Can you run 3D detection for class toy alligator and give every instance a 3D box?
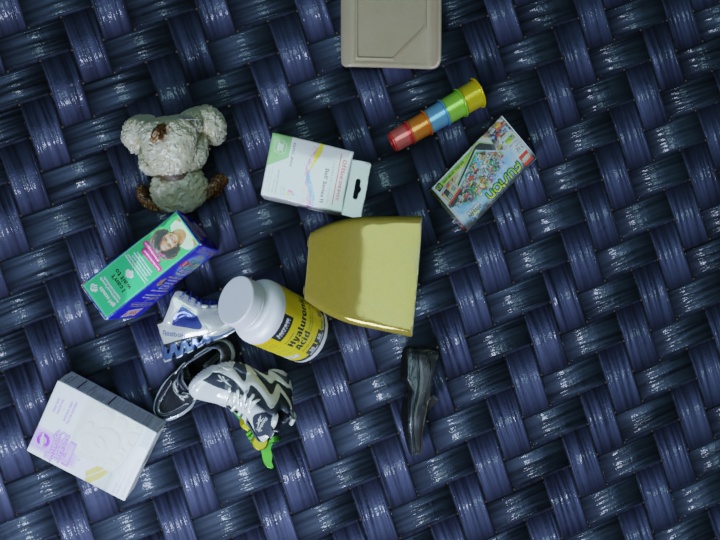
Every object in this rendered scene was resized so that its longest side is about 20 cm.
[{"bbox_3d":[-0.202,0.269,1.145,0.054,0.059,0.202,-32,80,-14],"label":"toy alligator"}]

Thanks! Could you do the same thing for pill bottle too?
[{"bbox_3d":[-0.152,0.083,1.072,0.109,0.199,0.115,-14,62,30],"label":"pill bottle"}]

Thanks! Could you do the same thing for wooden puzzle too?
[{"bbox_3d":[0.058,-0.485,1.187,0.193,0.037,0.192,0,90,-1],"label":"wooden puzzle"}]

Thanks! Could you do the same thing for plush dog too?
[{"bbox_3d":[-0.330,-0.187,1.104,0.193,0.162,0.177,-9,117,-4],"label":"plush dog"}]

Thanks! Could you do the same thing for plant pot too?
[{"bbox_3d":[0.000,0.000,1.104,0.193,0.194,0.203,6,89,0],"label":"plant pot"}]

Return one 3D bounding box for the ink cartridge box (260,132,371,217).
[{"bbox_3d":[-0.079,-0.174,1.153,0.193,0.067,0.121,11,88,-5],"label":"ink cartridge box"}]

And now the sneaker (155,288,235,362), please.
[{"bbox_3d":[-0.292,0.076,1.125,0.195,0.081,0.118,-25,94,-3],"label":"sneaker"}]

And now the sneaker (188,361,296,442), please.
[{"bbox_3d":[-0.196,0.237,1.075,0.195,0.131,0.081,17,116,-37],"label":"sneaker"}]

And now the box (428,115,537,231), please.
[{"bbox_3d":[0.238,-0.189,1.199,0.110,0.035,0.200,45,86,-4],"label":"box"}]

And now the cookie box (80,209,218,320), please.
[{"bbox_3d":[-0.359,-0.006,1.075,0.198,0.171,0.076,-40,90,-5],"label":"cookie box"}]

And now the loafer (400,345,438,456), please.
[{"bbox_3d":[0.117,0.248,1.170,0.070,0.073,0.208,1,91,-10],"label":"loafer"}]

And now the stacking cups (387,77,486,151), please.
[{"bbox_3d":[0.144,-0.296,1.177,0.196,0.060,0.062,-29,92,-5],"label":"stacking cups"}]

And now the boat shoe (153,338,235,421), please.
[{"bbox_3d":[-0.311,0.204,1.116,0.199,0.068,0.072,-40,87,9],"label":"boat shoe"}]

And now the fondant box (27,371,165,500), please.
[{"bbox_3d":[-0.474,0.298,1.108,0.196,0.058,0.147,28,97,-3],"label":"fondant box"}]
